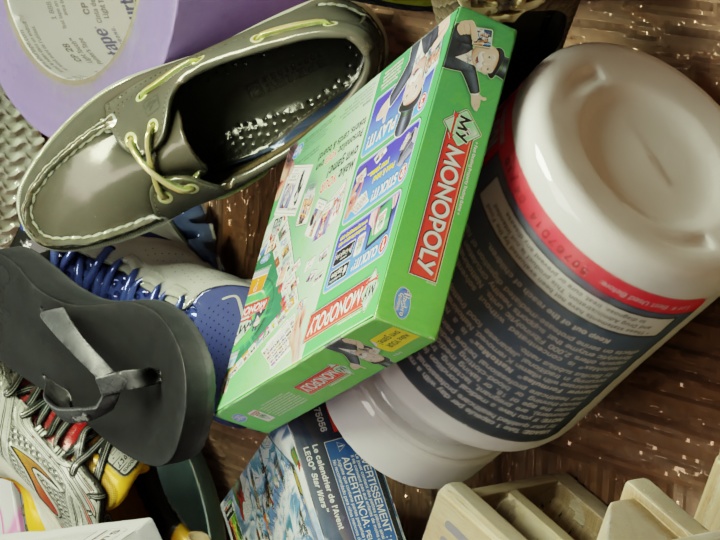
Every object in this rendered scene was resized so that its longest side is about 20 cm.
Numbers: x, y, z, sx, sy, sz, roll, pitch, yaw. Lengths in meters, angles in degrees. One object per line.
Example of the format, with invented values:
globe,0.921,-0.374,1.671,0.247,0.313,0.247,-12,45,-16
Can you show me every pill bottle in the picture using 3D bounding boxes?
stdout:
pill bottle,0.068,0.007,1.043,0.200,0.120,0.120,-47,60,43

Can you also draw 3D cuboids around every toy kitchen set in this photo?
toy kitchen set,0.099,0.090,0.984,0.180,0.163,0.200,41,124,40

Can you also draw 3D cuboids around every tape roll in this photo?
tape roll,-0.118,-0.166,1.275,0.200,0.085,0.200,11,105,49

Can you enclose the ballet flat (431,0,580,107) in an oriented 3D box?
ballet flat,0.058,-0.095,1.025,0.200,0.067,0.046,95,175,-75

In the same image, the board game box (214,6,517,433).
board game box,-0.002,-0.015,1.025,0.200,0.029,0.135,148,140,-65

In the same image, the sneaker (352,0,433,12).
sneaker,0.052,-0.157,1.088,0.200,0.066,0.078,-2,86,49

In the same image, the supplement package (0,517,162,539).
supplement package,-0.174,0.198,1.193,0.200,0.114,0.110,-12,105,49

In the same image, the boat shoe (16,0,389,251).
boat shoe,-0.079,-0.067,1.171,0.202,0.060,0.072,-29,101,7

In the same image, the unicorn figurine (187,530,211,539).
unicorn figurine,-0.094,0.206,1.246,0.200,0.074,0.137,-13,101,65

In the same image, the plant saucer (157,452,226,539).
plant saucer,-0.132,0.151,1.384,0.200,0.027,0.200,9,102,50

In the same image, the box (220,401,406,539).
box,-0.016,0.150,1.173,0.200,0.040,0.137,124,130,-69

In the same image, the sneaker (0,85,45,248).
sneaker,-0.246,-0.029,1.465,0.100,0.070,0.200,34,119,48

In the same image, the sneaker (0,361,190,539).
sneaker,-0.150,0.089,1.287,0.082,0.078,0.200,-12,121,43

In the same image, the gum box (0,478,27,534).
gum box,-0.195,0.140,1.387,0.113,0.066,0.200,-13,85,50

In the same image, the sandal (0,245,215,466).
sandal,-0.133,0.043,1.153,0.200,0.043,0.076,19,113,50

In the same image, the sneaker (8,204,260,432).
sneaker,-0.119,0.016,1.245,0.199,0.115,0.081,45,124,55
